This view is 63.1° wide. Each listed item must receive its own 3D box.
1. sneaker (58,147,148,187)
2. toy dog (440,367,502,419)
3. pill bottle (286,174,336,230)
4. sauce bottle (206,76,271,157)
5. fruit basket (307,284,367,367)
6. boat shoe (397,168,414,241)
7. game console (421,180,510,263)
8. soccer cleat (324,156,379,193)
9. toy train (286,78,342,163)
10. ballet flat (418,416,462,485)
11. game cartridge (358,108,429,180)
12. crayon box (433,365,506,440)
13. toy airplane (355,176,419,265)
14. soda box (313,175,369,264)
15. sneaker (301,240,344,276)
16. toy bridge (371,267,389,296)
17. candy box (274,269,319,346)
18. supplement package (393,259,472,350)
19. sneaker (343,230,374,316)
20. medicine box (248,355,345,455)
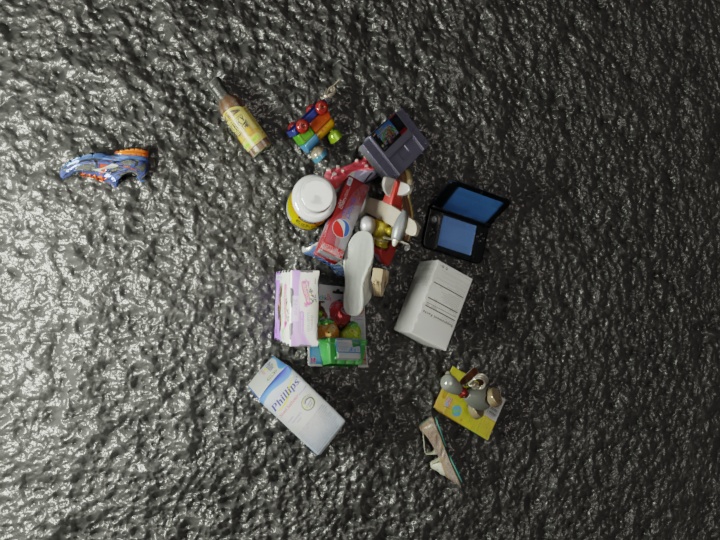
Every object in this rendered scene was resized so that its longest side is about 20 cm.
[{"bbox_3d":[-0.574,-0.226,1.322,0.194,0.075,0.081,-12,96,-17],"label":"sneaker"},{"bbox_3d":[0.289,0.305,1.546,0.129,0.098,0.201,-20,131,17],"label":"toy dog"},{"bbox_3d":[-0.118,-0.164,1.408,0.106,0.200,0.113,1,85,-12],"label":"pill bottle"},{"bbox_3d":[-0.299,-0.373,1.426,0.064,0.065,0.202,-40,100,-15],"label":"sauce bottle"},{"bbox_3d":[-0.053,0.139,1.476,0.181,0.093,0.207,9,78,-36],"label":"fruit basket"},{"bbox_3d":[0.102,-0.170,1.562,0.065,0.072,0.207,0,83,-14],"label":"boat shoe"},{"bbox_3d":[0.287,-0.127,1.598,0.195,0.118,0.176,15,84,-18],"label":"game console"},{"bbox_3d":[-0.008,-0.246,1.534,0.196,0.067,0.078,-19,133,-27],"label":"soccer cleat"},{"bbox_3d":[-0.085,-0.379,1.496,0.200,0.084,0.116,-46,113,-14],"label":"toy train"},{"bbox_3d":[0.212,0.498,1.596,0.066,0.068,0.205,-23,91,2],"label":"ballet flat"},{"bbox_3d":[0.091,-0.329,1.542,0.131,0.038,0.200,51,55,-13],"label":"game cartridge"},{"bbox_3d":[0.295,0.364,1.626,0.197,0.051,0.129,33,78,-16],"label":"crayon box"},{"bbox_3d":[0.057,-0.133,1.452,0.138,0.200,0.204,-14,74,-31],"label":"toy airplane"},{"bbox_3d":[-0.046,-0.123,1.431,0.062,0.070,0.205,25,74,-13],"label":"soda box"},{"bbox_3d":[-0.057,-0.028,1.496,0.194,0.075,0.080,13,84,-19],"label":"sneaker"},{"bbox_3d":[0.048,0.031,1.473,0.026,0.200,0.070,7,90,7],"label":"toy bridge"},{"bbox_3d":[-0.154,0.086,1.395,0.069,0.199,0.174,2,88,-18],"label":"candy box"},{"bbox_3d":[0.192,0.091,1.558,0.117,0.121,0.205,26,81,-17],"label":"supplement package"},{"bbox_3d":[0.000,0.000,1.450,0.071,0.115,0.207,11,99,10],"label":"sneaker"},{"bbox_3d":[-0.156,0.316,1.399,0.200,0.182,0.103,45,76,-13],"label":"medicine box"}]
